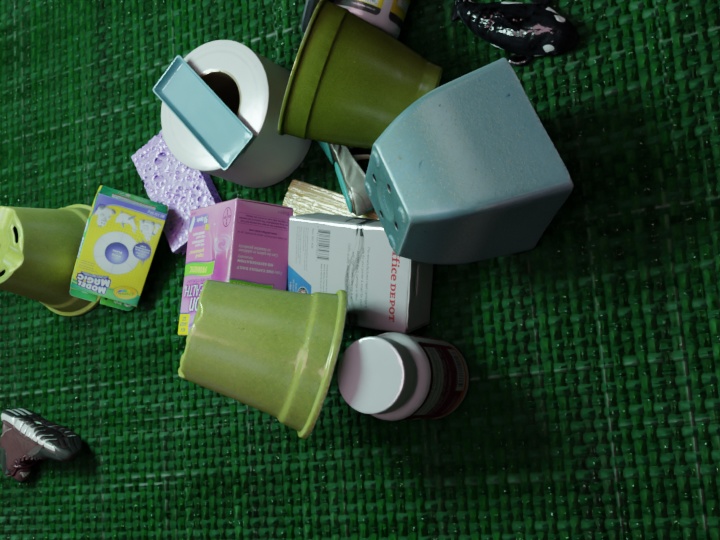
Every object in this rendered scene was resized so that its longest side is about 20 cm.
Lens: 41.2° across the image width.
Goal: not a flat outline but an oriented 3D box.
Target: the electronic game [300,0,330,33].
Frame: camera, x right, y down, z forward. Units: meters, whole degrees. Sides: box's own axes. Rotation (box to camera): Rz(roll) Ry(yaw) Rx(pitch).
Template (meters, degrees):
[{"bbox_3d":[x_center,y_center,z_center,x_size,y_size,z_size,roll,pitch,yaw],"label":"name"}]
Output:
[{"bbox_3d":[-0.051,-0.449,1.422,0.041,0.200,0.201,18,92,-4],"label":"electronic game"}]

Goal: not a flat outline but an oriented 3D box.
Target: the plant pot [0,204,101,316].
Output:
[{"bbox_3d":[-0.549,-0.030,1.625,0.200,0.184,0.201,-4,81,27],"label":"plant pot"}]

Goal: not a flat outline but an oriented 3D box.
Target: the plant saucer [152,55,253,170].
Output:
[{"bbox_3d":[-0.232,-0.234,1.421,0.070,0.019,0.200,-49,64,14],"label":"plant saucer"}]

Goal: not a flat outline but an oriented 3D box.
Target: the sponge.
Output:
[{"bbox_3d":[-0.302,-0.140,1.596,0.111,0.030,0.200,-35,69,21],"label":"sponge"}]

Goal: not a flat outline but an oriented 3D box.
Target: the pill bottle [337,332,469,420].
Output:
[{"bbox_3d":[0.058,0.141,1.269,0.114,0.200,0.115,-4,81,28],"label":"pill bottle"}]

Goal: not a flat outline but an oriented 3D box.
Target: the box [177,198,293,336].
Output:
[{"bbox_3d":[-0.190,0.004,1.437,0.176,0.096,0.201,-4,81,58],"label":"box"}]

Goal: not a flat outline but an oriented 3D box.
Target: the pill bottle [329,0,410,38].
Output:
[{"bbox_3d":[0.033,-0.452,1.412,0.114,0.114,0.201,20,92,29],"label":"pill bottle"}]

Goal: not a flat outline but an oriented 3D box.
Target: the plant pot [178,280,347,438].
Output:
[{"bbox_3d":[-0.134,0.099,1.258,0.184,0.200,0.201,16,91,-8],"label":"plant pot"}]

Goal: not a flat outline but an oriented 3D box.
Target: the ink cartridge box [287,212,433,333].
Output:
[{"bbox_3d":[0.000,0.000,1.370,0.199,0.084,0.145,9,102,29],"label":"ink cartridge box"}]

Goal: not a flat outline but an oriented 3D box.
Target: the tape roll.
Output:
[{"bbox_3d":[-0.189,-0.239,1.488,0.202,0.139,0.204,-4,81,27],"label":"tape roll"}]

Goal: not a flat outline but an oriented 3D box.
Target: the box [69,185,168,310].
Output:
[{"bbox_3d":[-0.400,-0.027,1.571,0.048,0.117,0.201,-108,37,-64],"label":"box"}]

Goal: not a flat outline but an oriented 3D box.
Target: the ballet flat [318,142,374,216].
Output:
[{"bbox_3d":[-0.020,-0.172,1.440,0.064,0.067,0.200,-22,68,-6],"label":"ballet flat"}]

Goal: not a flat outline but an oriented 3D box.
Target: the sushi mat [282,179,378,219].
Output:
[{"bbox_3d":[-0.039,-0.070,1.456,0.200,0.012,0.096,20,92,28],"label":"sushi mat"}]

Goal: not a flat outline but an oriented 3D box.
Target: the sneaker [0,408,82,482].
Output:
[{"bbox_3d":[-0.556,0.321,1.652,0.200,0.076,0.116,18,97,39],"label":"sneaker"}]

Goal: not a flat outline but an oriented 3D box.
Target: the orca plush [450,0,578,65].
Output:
[{"bbox_3d":[0.203,-0.357,1.333,0.200,0.071,0.105,42,103,26],"label":"orca plush"}]

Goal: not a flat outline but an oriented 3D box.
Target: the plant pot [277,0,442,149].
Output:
[{"bbox_3d":[0.008,-0.255,1.348,0.192,0.200,0.201,19,92,-1],"label":"plant pot"}]

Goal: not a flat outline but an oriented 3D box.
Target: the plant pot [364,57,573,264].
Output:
[{"bbox_3d":[0.118,-0.117,1.232,0.199,0.196,0.197,-19,71,-13],"label":"plant pot"}]
